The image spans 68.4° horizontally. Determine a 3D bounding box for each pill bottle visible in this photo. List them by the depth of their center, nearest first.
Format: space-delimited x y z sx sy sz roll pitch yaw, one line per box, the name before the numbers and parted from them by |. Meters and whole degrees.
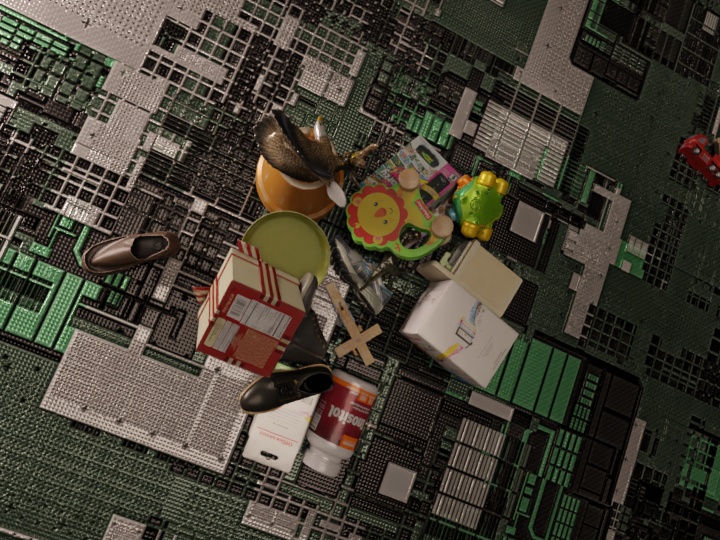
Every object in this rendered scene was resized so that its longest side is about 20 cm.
pill bottle | -0.047 0.326 1.138 0.111 0.113 0.203 24 81 -9

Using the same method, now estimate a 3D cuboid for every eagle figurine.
eagle figurine | -0.091 -0.217 0.973 0.196 0.153 0.153 3 48 -28

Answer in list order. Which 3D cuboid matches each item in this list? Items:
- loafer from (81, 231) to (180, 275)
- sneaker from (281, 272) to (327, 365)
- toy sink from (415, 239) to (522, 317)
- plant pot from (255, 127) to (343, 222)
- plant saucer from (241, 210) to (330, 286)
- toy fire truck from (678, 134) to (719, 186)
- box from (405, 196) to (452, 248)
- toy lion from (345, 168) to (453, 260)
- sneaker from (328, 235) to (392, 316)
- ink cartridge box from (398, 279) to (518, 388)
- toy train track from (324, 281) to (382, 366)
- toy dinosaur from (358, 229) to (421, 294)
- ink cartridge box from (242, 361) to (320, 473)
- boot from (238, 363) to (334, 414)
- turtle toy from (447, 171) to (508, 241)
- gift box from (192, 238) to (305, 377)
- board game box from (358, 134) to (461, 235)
loafer | -0.477 -0.045 1.094 0.196 0.071 0.074 -19 89 -13
sneaker | -0.108 0.109 1.155 0.104 0.075 0.203 18 104 -16
toy sink | 0.247 0.006 1.221 0.199 0.130 0.113 36 79 -6
plant pot | -0.122 -0.213 1.129 0.196 0.183 0.205 1 85 -12
plant saucer | -0.164 -0.033 1.155 0.195 0.031 0.204 -3 109 -9
toy fire truck | 0.979 -0.312 1.449 0.200 0.049 0.141 43 78 -5
box | 0.146 -0.103 1.253 0.199 0.041 0.039 -36 93 -14
toy lion | 0.072 -0.106 1.135 0.190 0.069 0.202 -34 76 -5
sneaker | 0.000 0.000 1.205 0.086 0.077 0.202 -37 101 -24
ink cartridge box | 0.214 0.139 1.193 0.199 0.147 0.146 38 79 -7
toy train track | -0.025 0.120 1.204 0.113 0.033 0.203 -27 86 -6
toy dinosaur | 0.071 -0.004 1.180 0.201 0.047 0.089 -49 131 -20
ink cartridge box | -0.166 0.310 1.136 0.115 0.067 0.203 23 80 -8
boot | -0.147 0.232 1.042 0.197 0.138 0.079 -22 87 -10
turtle toy | 0.267 -0.150 1.214 0.100 0.198 0.148 25 101 34
gift box | -0.230 0.066 1.060 0.198 0.187 0.186 31 101 -22
board game box | 0.113 -0.192 1.224 0.199 0.064 0.148 -40 77 -12
